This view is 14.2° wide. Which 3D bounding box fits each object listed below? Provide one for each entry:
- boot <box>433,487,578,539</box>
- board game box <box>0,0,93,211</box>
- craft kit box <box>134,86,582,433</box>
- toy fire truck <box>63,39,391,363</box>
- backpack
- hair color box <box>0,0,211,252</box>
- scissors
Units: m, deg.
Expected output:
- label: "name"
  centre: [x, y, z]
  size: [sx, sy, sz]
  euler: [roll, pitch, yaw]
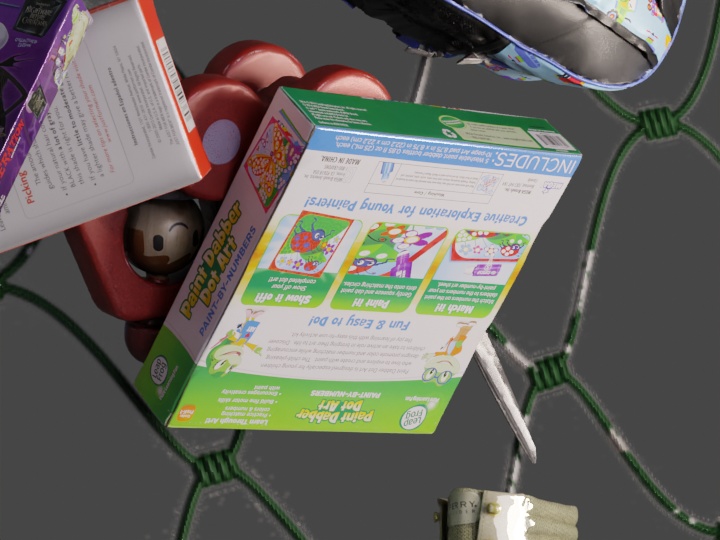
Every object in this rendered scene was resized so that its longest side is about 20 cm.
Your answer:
- label: "boot"
  centre: [0.051, 0.203, 1.655]
  size: [0.199, 0.072, 0.156]
  euler: [5, 81, -39]
- label: "board game box"
  centre: [-0.244, -0.100, 1.426]
  size: [0.032, 0.199, 0.121]
  euler: [68, 40, -54]
- label: "craft kit box"
  centre: [0.000, 0.000, 1.578]
  size: [0.199, 0.049, 0.198]
  euler: [5, 120, -42]
- label: "toy fire truck"
  centre: [-0.074, -0.033, 1.586]
  size: [0.199, 0.112, 0.169]
  euler: [-7, 106, -34]
- label: "backpack"
  centre: [0.095, -0.197, 1.698]
  size: [0.199, 0.134, 0.184]
  euler: [28, 69, -28]
- label: "hair color box"
  centre: [-0.186, -0.061, 1.465]
  size: [0.199, 0.061, 0.102]
  euler: [-19, 96, 4]
- label: "scissors"
  centre: [0.056, 0.025, 1.718]
  size: [0.073, 0.014, 0.201]
  euler: [-14, 93, -38]
